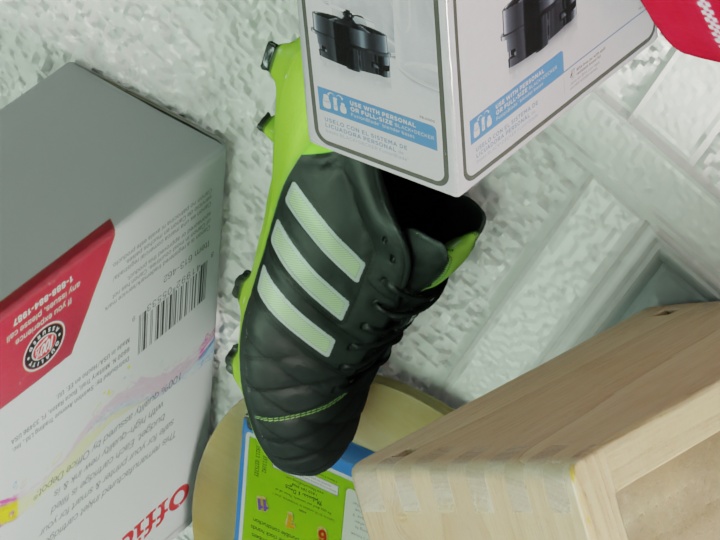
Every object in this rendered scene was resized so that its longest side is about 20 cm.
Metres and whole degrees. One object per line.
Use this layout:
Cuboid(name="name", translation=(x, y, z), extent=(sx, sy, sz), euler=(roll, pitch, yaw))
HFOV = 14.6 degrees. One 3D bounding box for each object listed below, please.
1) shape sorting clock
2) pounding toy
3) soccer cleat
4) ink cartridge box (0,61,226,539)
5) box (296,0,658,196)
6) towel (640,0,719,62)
Cuboid(name="shape sorting clock", translation=(0.013, 0.131, 1.128), extent=(0.199, 0.039, 0.201), euler=(15, 117, 32))
Cuboid(name="pounding toy", translation=(0.085, 0.134, 0.927), extent=(0.142, 0.184, 0.201), euler=(-4, 105, 48))
Cuboid(name="soccer cleat", translation=(0.000, 0.000, 1.016), extent=(0.081, 0.067, 0.201), euler=(23, 128, 23))
Cuboid(name="ink cartridge box", translation=(-0.131, 0.044, 1.106), extent=(0.083, 0.146, 0.201), euler=(28, 135, 23))
Cuboid(name="box", translation=(0.034, -0.138, 0.842), extent=(0.060, 0.117, 0.201), euler=(22, 132, 33))
Cuboid(name="towel", translation=(0.148, -0.074, 0.798), extent=(0.199, 0.023, 0.145), euler=(25, 167, 37))
